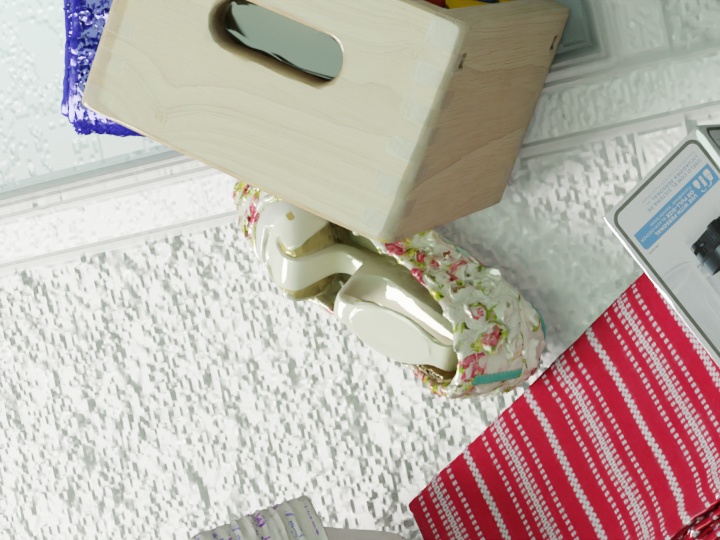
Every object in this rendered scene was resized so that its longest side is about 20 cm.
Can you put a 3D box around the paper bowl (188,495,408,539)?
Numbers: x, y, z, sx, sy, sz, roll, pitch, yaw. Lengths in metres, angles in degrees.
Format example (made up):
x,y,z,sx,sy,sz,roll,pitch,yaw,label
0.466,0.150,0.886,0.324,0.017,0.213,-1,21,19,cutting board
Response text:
x,y,z,sx,sy,sz,roll,pitch,yaw,label
-0.002,0.202,1.310,0.104,0.201,0.202,-19,85,-5,paper bowl

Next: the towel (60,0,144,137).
x,y,z,sx,sy,sz,roll,pitch,yaw,label
-0.092,-0.163,1.389,0.147,0.049,0.201,4,99,34,towel

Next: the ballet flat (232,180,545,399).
x,y,z,sx,sy,sz,roll,pitch,yaw,label
0.000,0.000,1.330,0.199,0.064,0.076,29,126,33,ballet flat

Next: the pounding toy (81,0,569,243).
x,y,z,sx,sy,sz,roll,pitch,yaw,label
-0.029,-0.122,1.246,0.199,0.184,0.143,25,105,16,pounding toy

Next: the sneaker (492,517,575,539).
x,y,z,sx,sy,sz,roll,pitch,yaw,label
0.130,0.140,1.268,0.199,0.080,0.087,-7,83,29,sneaker

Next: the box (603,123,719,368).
x,y,z,sx,sy,sz,roll,pitch,yaw,label
0.203,0.032,1.176,0.060,0.116,0.200,-45,73,25,box

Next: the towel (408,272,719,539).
x,y,z,sx,sy,sz,roll,pitch,yaw,label
0.106,0.090,1.255,0.200,0.022,0.145,-46,39,21,towel
